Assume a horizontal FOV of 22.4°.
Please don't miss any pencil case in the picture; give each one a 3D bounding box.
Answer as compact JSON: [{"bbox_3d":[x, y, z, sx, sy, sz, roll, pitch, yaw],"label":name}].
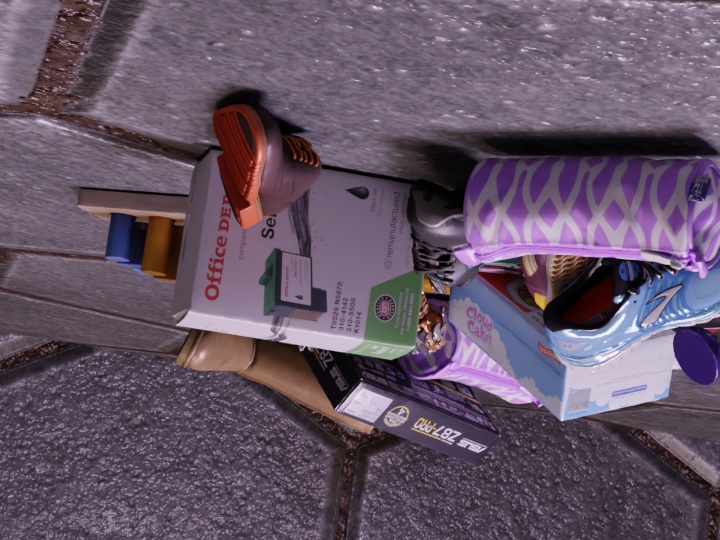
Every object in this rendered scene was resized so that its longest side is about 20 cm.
[{"bbox_3d":[0.172,-0.039,1.330,0.200,0.086,0.084,3,158,34],"label":"pencil case"},{"bbox_3d":[0.117,0.086,1.806,0.084,0.086,0.200,-37,148,27],"label":"pencil case"}]

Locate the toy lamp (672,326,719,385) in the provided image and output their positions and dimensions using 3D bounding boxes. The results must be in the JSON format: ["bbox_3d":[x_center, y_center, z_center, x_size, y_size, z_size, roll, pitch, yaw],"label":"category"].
[{"bbox_3d":[0.352,0.033,1.524,0.200,0.058,0.058,-28,-172,-25],"label":"toy lamp"}]

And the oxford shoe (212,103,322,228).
[{"bbox_3d":[-0.069,-0.090,1.389,0.072,0.071,0.200,-20,172,-9],"label":"oxford shoe"}]

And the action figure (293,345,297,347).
[{"bbox_3d":[0.003,0.044,1.900,0.200,0.055,0.118,-22,162,3],"label":"action figure"}]

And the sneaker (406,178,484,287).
[{"bbox_3d":[0.077,-0.024,1.476,0.075,0.079,0.200,27,-175,17],"label":"sneaker"}]

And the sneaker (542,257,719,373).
[{"bbox_3d":[0.233,0.010,1.449,0.200,0.078,0.090,-35,148,10],"label":"sneaker"}]

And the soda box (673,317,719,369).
[{"bbox_3d":[0.382,0.051,1.715,0.200,0.063,0.071,-1,-152,6],"label":"soda box"}]

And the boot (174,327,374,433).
[{"bbox_3d":[-0.072,0.100,1.808,0.200,0.066,0.175,26,-171,5],"label":"boot"}]

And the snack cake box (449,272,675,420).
[{"bbox_3d":[0.178,0.051,1.642,0.115,0.067,0.200,-11,-151,-25],"label":"snack cake box"}]

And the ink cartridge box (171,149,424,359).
[{"bbox_3d":[-0.050,-0.012,1.552,0.200,0.146,0.084,9,170,-12],"label":"ink cartridge box"}]

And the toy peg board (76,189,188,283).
[{"bbox_3d":[-0.163,-0.008,1.845,0.199,0.098,0.200,5,171,17],"label":"toy peg board"}]

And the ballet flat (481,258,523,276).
[{"bbox_3d":[0.164,-0.020,1.628,0.200,0.069,0.071,9,-170,15],"label":"ballet flat"}]

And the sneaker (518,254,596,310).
[{"bbox_3d":[0.160,-0.032,1.490,0.075,0.090,0.200,-24,152,-16],"label":"sneaker"}]

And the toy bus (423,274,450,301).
[{"bbox_3d":[0.048,-0.009,1.768,0.200,0.065,0.078,6,170,11],"label":"toy bus"}]

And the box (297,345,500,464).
[{"bbox_3d":[0.029,0.101,1.797,0.200,0.049,0.161,23,-155,-39],"label":"box"}]

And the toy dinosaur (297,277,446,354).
[{"bbox_3d":[0.000,0.000,1.668,0.136,0.200,0.102,-21,-170,29],"label":"toy dinosaur"}]
